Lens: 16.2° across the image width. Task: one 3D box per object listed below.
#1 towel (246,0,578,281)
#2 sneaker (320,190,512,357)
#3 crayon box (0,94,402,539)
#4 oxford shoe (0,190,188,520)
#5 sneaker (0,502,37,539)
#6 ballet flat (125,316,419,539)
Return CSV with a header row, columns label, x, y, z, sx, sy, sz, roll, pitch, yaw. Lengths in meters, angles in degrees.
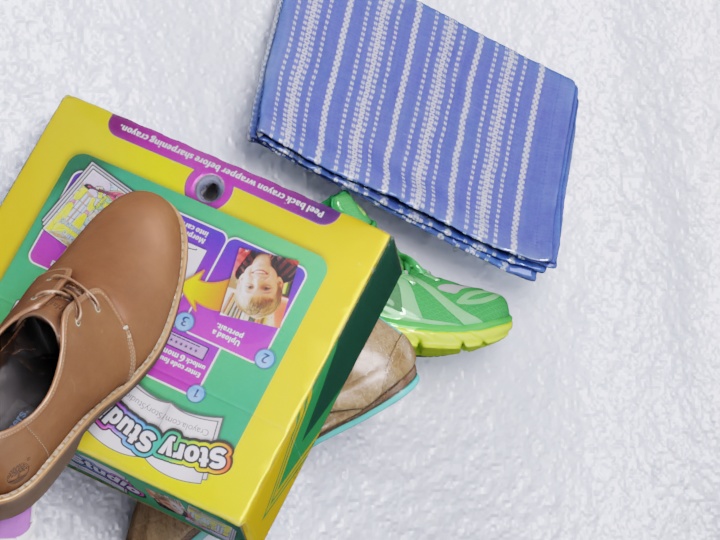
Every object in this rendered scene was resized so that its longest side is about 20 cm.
label,x,y,z,sx,sy,sz,roll,pitch,yaw
towel,0.036,-0.092,1.445,0.199,0.024,0.145,25,56,-20
sneaker,0.000,0.000,1.413,0.199,0.074,0.084,14,83,-22
crayon box,-0.105,0.026,1.322,0.199,0.058,0.173,24,74,15
oxford shoe,-0.139,0.027,1.241,0.071,0.071,0.201,20,54,12
sneaker,-0.182,0.160,1.257,0.072,0.114,0.201,-19,72,-40
ballet flat,-0.063,0.084,1.359,0.200,0.068,0.072,-36,98,4
